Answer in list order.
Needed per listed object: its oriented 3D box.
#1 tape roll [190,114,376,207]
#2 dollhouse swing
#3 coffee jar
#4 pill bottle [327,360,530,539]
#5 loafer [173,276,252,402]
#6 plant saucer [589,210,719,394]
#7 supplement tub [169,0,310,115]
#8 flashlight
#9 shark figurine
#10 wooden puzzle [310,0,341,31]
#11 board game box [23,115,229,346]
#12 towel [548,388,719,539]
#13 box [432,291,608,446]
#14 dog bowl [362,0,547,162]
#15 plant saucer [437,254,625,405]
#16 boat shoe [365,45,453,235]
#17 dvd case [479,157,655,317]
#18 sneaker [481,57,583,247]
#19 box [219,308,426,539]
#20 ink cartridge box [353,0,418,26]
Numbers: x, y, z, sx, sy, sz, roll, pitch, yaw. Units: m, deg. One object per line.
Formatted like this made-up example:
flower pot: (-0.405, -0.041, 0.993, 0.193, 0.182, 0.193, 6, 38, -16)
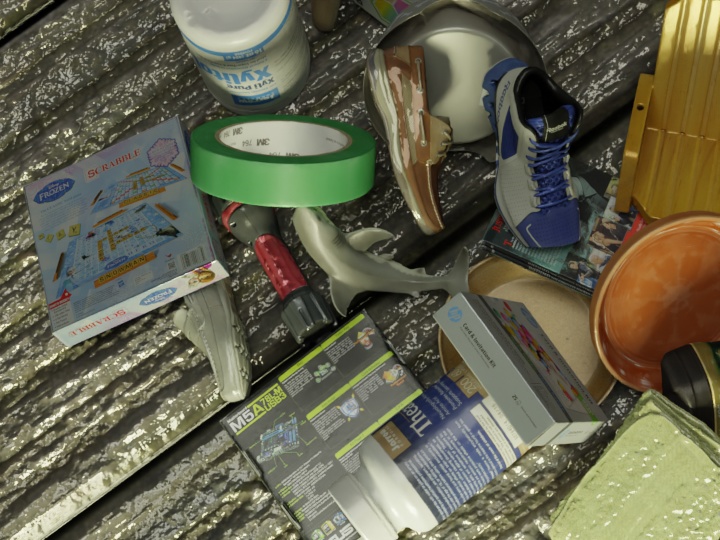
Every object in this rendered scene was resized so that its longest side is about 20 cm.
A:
tape roll: (-0.082, -0.119, 1.744, 0.198, 0.201, 0.049, 7, 110, 9)
dollhouse swing: (0.382, -0.160, 1.697, 0.197, 0.177, 0.183, 11, 54, 10)
coffee jar: (0.401, 0.111, 1.649, 0.197, 0.105, 0.086, -14, 41, -2)
pill bottle: (0.068, 0.187, 1.625, 0.199, 0.111, 0.111, -38, 72, -6)
loafer: (-0.166, 0.054, 1.766, 0.069, 0.070, 0.202, -20, 64, 5)
plant saucer: (0.324, 0.031, 1.667, 0.199, 0.202, 0.032, -29, 31, -3)
supplement tub: (-0.128, -0.265, 1.788, 0.130, 0.200, 0.134, -2, 72, 6)
flashlight: (-0.094, -0.014, 1.771, 0.067, 0.068, 0.201, -14, 62, -34)
shark figurine: (0.013, 0.012, 1.736, 0.212, 0.128, 0.090, 21, 61, -6)
wooden puzzle: (-0.033, -0.397, 1.831, 0.046, 0.185, 0.203, -6, 72, -11)
board game box: (-0.258, -0.044, 1.783, 0.198, 0.041, 0.201, -23, 59, 8)
towel: (0.291, 0.232, 1.626, 0.148, 0.036, 0.201, 39, 112, 15)
box: (0.161, 0.098, 1.603, 0.041, 0.200, 0.157, -40, 72, 14)
dog bowl: (0.102, -0.208, 1.757, 0.197, 0.202, 0.059, -4, 37, 6)
plant saucer: (0.181, 0.076, 1.731, 0.197, 0.035, 0.203, -2, 73, 6)
boat shoe: (0.062, -0.138, 1.692, 0.071, 0.076, 0.203, -15, 96, 3)
dvd case: (0.244, -0.044, 1.741, 0.198, 0.022, 0.147, 24, 61, 6)
sneaker: (0.181, -0.120, 1.661, 0.080, 0.115, 0.202, -16, 96, -12)
box: (-0.015, 0.177, 1.718, 0.199, 0.048, 0.194, -38, 71, -6)
ink cartridge box: (0.044, -0.324, 1.833, 0.200, 0.104, 0.059, 40, 70, 17)
